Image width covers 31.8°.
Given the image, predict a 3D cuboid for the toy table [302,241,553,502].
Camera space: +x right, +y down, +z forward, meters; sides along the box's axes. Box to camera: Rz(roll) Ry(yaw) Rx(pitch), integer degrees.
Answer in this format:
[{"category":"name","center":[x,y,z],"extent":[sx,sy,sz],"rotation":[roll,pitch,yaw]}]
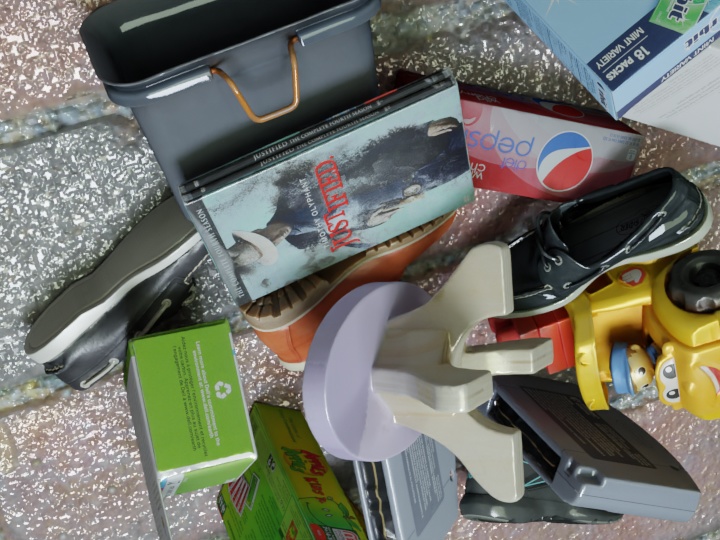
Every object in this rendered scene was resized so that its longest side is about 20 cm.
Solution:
[{"category":"toy table","center":[0.057,0.075,0.922],"extent":[0.116,0.200,0.186],"rotation":[-1,108,28]}]

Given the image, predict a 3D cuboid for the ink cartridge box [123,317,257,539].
[{"category":"ink cartridge box","center":[-0.117,0.154,0.930],"extent":[0.075,0.148,0.202],"rotation":[-12,78,-15]}]

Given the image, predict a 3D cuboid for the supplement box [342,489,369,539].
[{"category":"supplement box","center":[-0.066,0.290,1.085],"extent":[0.199,0.110,0.109],"rotation":[-36,121,0]}]

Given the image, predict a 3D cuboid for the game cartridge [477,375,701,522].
[{"category":"game cartridge","center":[0.188,0.145,1.055],"extent":[0.132,0.200,0.042],"rotation":[17,103,-25]}]

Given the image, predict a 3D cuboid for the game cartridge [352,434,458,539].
[{"category":"game cartridge","center":[0.036,0.139,1.040],"extent":[0.040,0.133,0.202],"rotation":[-1,110,29]}]

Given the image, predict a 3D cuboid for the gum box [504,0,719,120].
[{"category":"gum box","center":[0.181,-0.232,0.884],"extent":[0.169,0.201,0.045],"rotation":[-37,155,1]}]

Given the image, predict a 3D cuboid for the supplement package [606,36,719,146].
[{"category":"supplement package","center":[0.301,-0.171,0.971],"extent":[0.198,0.120,0.123],"rotation":[13,67,-24]}]

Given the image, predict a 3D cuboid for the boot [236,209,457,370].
[{"category":"boot","center":[0.000,0.000,1.006],"extent":[0.199,0.075,0.108],"rotation":[-34,140,-8]}]

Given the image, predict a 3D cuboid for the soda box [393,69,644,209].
[{"category":"soda box","center":[0.119,-0.101,0.996],"extent":[0.198,0.063,0.071],"rotation":[7,112,-23]}]

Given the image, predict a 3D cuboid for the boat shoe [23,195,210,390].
[{"category":"boat shoe","center":[-0.159,0.013,0.943],"extent":[0.200,0.074,0.060],"rotation":[-41,122,3]}]

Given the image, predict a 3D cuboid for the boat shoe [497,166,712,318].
[{"category":"boat shoe","center":[0.168,-0.025,0.974],"extent":[0.197,0.075,0.066],"rotation":[-18,145,22]}]

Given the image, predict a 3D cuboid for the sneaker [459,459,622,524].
[{"category":"sneaker","center":[0.172,0.190,1.143],"extent":[0.199,0.075,0.080],"rotation":[13,74,-41]}]

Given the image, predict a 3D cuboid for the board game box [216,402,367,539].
[{"category":"board game box","center":[-0.056,0.201,0.993],"extent":[0.047,0.200,0.103],"rotation":[13,109,-24]}]

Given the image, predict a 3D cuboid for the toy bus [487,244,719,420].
[{"category":"toy bus","center":[0.207,0.044,1.020],"extent":[0.190,0.201,0.137],"rotation":[-20,129,-3]}]

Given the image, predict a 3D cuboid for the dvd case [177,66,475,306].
[{"category":"dvd case","center":[-0.017,-0.054,0.892],"extent":[0.198,0.022,0.146],"rotation":[-23,149,-3]}]

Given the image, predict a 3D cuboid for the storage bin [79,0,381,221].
[{"category":"storage bin","center":[-0.072,-0.125,0.880],"extent":[0.198,0.146,0.135],"rotation":[-23,129,-8]}]
